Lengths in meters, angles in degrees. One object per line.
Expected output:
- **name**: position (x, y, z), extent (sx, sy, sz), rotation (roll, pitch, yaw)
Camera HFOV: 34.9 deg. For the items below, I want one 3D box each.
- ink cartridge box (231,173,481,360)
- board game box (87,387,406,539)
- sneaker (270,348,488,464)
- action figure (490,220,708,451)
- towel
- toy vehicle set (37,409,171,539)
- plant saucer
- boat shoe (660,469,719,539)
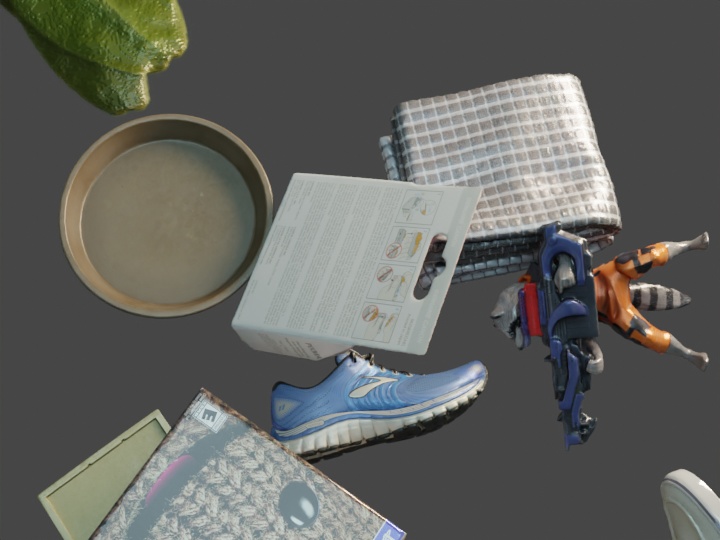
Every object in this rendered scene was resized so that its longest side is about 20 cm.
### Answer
- **ink cartridge box**: position (0.000, 0.000, 0.995), extent (0.198, 0.057, 0.164), rotation (9, 65, 28)
- **board game box**: position (-0.090, 0.222, 0.903), extent (0.199, 0.097, 0.160), rotation (33, 71, 9)
- **sneaker**: position (0.015, 0.103, 0.991), extent (0.197, 0.079, 0.090), rotation (-12, 74, -7)
- **action figure**: position (0.211, 0.052, 1.032), extent (0.190, 0.105, 0.203), rotation (1, 99, 4)
- **towel**: position (0.128, -0.088, 1.062), extent (0.197, 0.086, 0.168), rotation (-10, 70, -7)
- **toy vehicle set**: position (-0.165, 0.235, 0.960), extent (0.124, 0.027, 0.201), rotation (-34, 76, -14)
- **plant saucer**: position (-0.178, -0.049, 1.061), extent (0.197, 0.030, 0.203), rotation (1, 70, -2)
- **boat shoe**: position (0.295, 0.268, 0.955), extent (0.069, 0.071, 0.202), rotation (-24, 80, -14)
